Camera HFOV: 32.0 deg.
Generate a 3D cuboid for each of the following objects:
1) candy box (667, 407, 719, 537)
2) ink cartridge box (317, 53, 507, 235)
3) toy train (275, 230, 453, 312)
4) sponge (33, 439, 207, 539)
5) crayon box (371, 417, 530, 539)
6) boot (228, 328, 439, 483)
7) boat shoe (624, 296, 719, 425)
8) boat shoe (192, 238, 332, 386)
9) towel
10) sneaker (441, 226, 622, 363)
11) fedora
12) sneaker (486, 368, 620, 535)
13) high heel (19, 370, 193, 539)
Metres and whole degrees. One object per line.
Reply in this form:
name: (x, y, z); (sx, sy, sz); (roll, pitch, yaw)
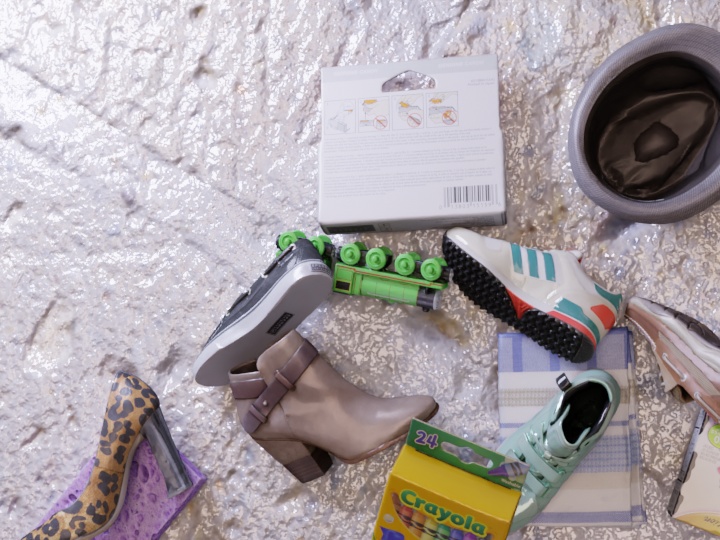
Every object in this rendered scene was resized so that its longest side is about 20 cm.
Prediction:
candy box: (0.395, 0.168, 1.223); (0.134, 0.061, 0.203); (18, 89, 11)
ink cartridge box: (0.053, -0.131, 1.319); (0.196, 0.044, 0.177); (-3, 73, 9)
toy train: (0.000, 0.000, 1.313); (0.197, 0.042, 0.057); (12, 97, 16)
sponge: (-0.268, 0.263, 1.348); (0.111, 0.030, 0.201); (40, 92, 11)
crayon box: (0.078, 0.256, 1.224); (0.124, 0.052, 0.203); (20, 122, 12)
boot: (-0.037, 0.126, 1.284); (0.198, 0.070, 0.148); (-29, 98, 16)
boat shoe: (0.313, 0.090, 1.198); (0.075, 0.200, 0.073); (19, 106, -32)
boat shoe: (-0.105, 0.047, 1.312); (0.200, 0.068, 0.057); (-42, 49, 23)
towel: (0.213, 0.161, 1.276); (0.144, 0.024, 0.204); (-4, 83, 12)
sneaker: (0.177, 0.007, 1.282); (0.199, 0.071, 0.093); (35, 60, 23)
fedora: (0.304, -0.139, 1.251); (0.200, 0.090, 0.177); (-45, 78, 10)
sneaker: (0.174, 0.175, 1.210); (0.073, 0.118, 0.201); (39, 94, 13)
high heel: (-0.288, 0.202, 1.301); (0.198, 0.071, 0.144); (-25, 87, -10)
